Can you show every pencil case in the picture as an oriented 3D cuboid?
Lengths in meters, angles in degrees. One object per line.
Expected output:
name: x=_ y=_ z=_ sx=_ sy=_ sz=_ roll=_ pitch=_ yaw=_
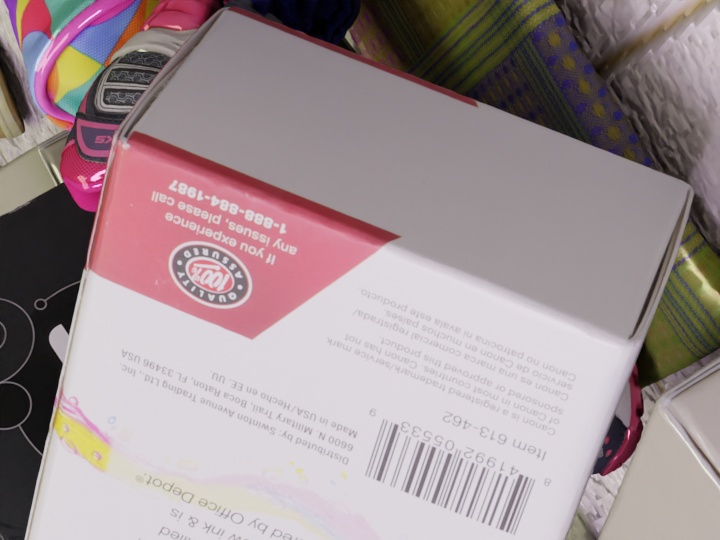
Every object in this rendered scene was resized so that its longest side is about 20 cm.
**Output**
pencil case: x=-0.094 y=-0.127 z=0.917 sx=0.089 sy=0.088 sz=0.200 roll=79 pitch=171 yaw=-46

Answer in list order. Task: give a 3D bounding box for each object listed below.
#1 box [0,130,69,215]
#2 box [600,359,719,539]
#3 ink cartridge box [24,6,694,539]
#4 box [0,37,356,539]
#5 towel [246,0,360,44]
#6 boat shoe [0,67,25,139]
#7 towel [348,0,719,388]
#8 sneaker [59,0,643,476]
box: x=-0.117 y=-0.035 z=1.206 sx=0.069 sy=0.082 sz=0.200 roll=63 pitch=164 yaw=-5
box: x=0.113 y=0.080 z=0.707 sx=0.068 sy=0.082 sz=0.200 roll=55 pitch=163 yaw=19
ink cartridge box: x=-0.009 y=0.048 z=0.748 sx=0.145 sy=0.083 sz=0.200 roll=22 pitch=127 yaw=6
box: x=-0.051 y=0.043 z=0.934 sx=0.149 sy=0.200 sz=0.124 roll=53 pitch=163 yaw=21
towel: x=-0.054 y=-0.176 z=0.807 sx=0.200 sy=0.049 sz=0.148 roll=64 pitch=162 yaw=18
boat shoe: x=-0.248 y=-0.111 z=1.482 sx=0.201 sy=0.063 sz=0.073 roll=38 pitch=152 yaw=52
towel: x=0.044 y=-0.055 z=0.811 sx=0.200 sy=0.023 sz=0.144 roll=59 pitch=162 yaw=3
sneaker: x=0.000 y=0.000 z=0.807 sx=0.200 sy=0.075 sz=0.081 roll=36 pitch=163 yaw=8
